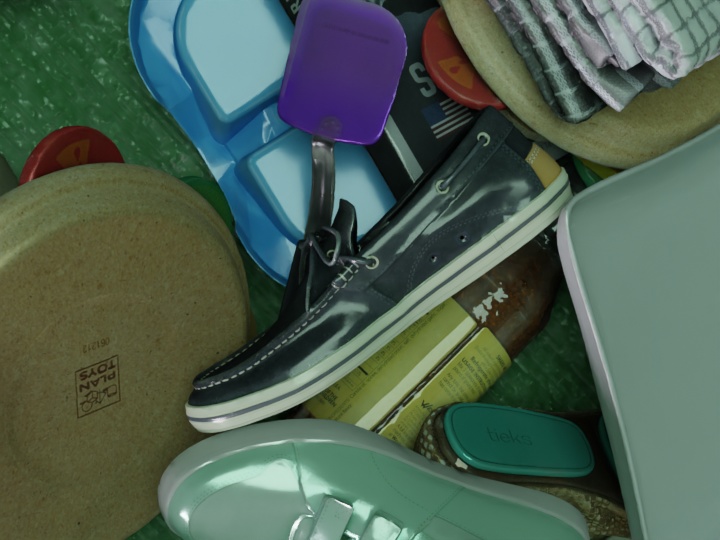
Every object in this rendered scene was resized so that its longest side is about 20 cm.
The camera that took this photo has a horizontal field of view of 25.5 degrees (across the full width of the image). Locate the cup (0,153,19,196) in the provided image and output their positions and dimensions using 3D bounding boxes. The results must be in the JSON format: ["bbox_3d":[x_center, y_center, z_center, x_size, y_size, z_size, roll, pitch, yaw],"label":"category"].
[{"bbox_3d":[-0.254,-0.004,0.729,0.198,0.143,0.203,0,85,-6],"label":"cup"}]

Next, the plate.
[{"bbox_3d":[0.166,0.034,0.761,0.199,0.032,0.202,-27,106,-42],"label":"plate"}]

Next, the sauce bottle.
[{"bbox_3d":[0.050,0.030,0.793,0.200,0.066,0.066,-43,90,-7],"label":"sauce bottle"}]

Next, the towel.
[{"bbox_3d":[0.108,-0.180,0.726,0.165,0.085,0.201,-36,95,-44],"label":"towel"}]

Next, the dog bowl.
[{"bbox_3d":[-0.036,-0.078,0.801,0.111,0.050,0.201,-32,89,-7],"label":"dog bowl"}]

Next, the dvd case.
[{"bbox_3d":[0.033,-0.132,0.790,0.150,0.025,0.201,-30,88,-36],"label":"dvd case"}]

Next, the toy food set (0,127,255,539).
[{"bbox_3d":[-0.128,0.040,0.706,0.199,0.048,0.199,-36,133,-26],"label":"toy food set"}]

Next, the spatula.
[{"bbox_3d":[-0.020,-0.027,0.748,0.056,0.021,0.202,16,109,17],"label":"spatula"}]

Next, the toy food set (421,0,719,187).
[{"bbox_3d":[0.109,-0.137,0.790,0.199,0.049,0.199,38,55,-13],"label":"toy food set"}]

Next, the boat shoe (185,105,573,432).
[{"bbox_3d":[0.000,0.000,0.706,0.199,0.075,0.062,-36,99,1],"label":"boat shoe"}]

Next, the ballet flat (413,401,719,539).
[{"bbox_3d":[0.108,0.105,0.790,0.198,0.065,0.071,12,44,-24],"label":"ballet flat"}]

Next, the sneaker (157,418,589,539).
[{"bbox_3d":[0.008,0.133,0.674,0.198,0.119,0.074,12,124,-7],"label":"sneaker"}]
